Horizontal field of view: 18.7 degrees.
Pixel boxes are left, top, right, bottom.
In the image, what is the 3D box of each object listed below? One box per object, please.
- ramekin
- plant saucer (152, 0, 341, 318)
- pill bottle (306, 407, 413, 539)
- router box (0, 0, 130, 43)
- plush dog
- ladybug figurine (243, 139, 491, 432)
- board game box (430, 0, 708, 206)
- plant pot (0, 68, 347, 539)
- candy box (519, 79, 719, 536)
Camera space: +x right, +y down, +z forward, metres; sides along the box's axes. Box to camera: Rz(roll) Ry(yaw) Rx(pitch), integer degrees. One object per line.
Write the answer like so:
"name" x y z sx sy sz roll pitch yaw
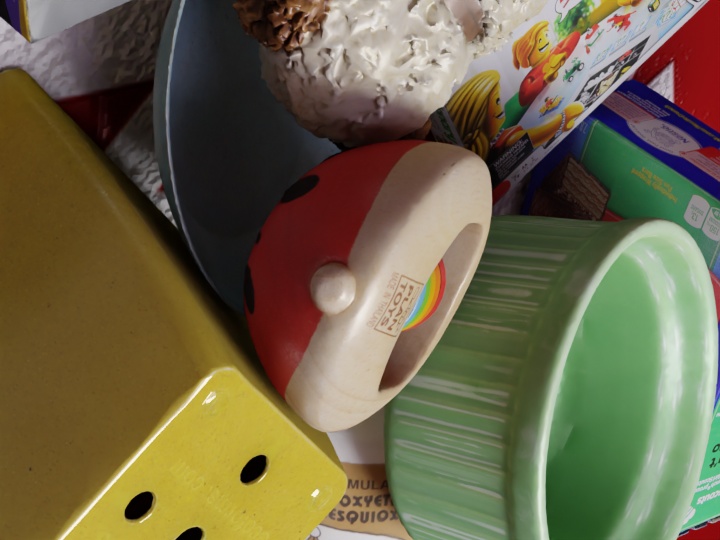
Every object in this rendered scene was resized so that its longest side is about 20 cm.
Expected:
"ramekin" 0.095 0.066 1.095 0.200 0.097 0.201 -24 118 -54
"plant saucer" -0.046 -0.077 0.998 0.201 0.039 0.202 -13 105 -60
"pill bottle" -0.001 0.084 1.157 0.114 0.114 0.201 -21 129 -34
"router box" -0.084 -0.175 0.818 0.200 0.157 0.052 -28 137 -27
"plush dog" 0.026 -0.129 0.956 0.172 0.160 0.200 -51 141 -11
"ladybug figurine" 0.000 0.000 0.941 0.136 0.072 0.200 -62 170 3
"board game box" 0.113 -0.142 1.154 0.200 0.035 0.126 -44 142 -10
"plant pot" -0.125 0.070 0.967 0.200 0.176 0.200 -48 144 -5
"candy box" 0.161 0.021 1.230 0.077 0.169 0.201 -13 129 -40
